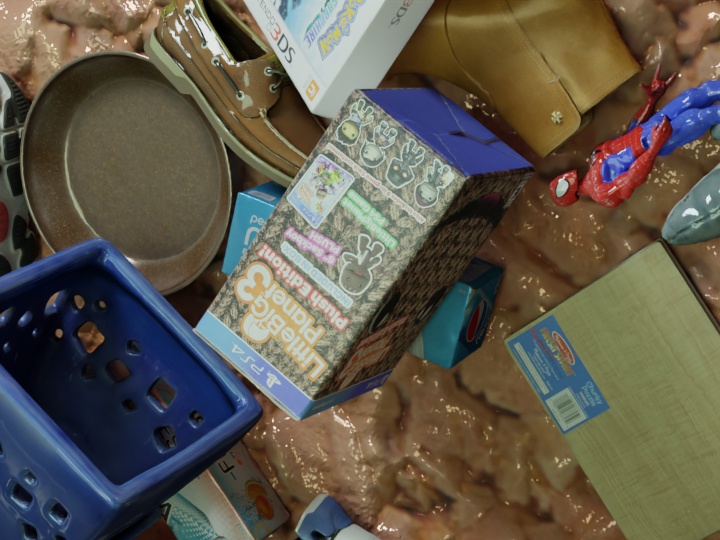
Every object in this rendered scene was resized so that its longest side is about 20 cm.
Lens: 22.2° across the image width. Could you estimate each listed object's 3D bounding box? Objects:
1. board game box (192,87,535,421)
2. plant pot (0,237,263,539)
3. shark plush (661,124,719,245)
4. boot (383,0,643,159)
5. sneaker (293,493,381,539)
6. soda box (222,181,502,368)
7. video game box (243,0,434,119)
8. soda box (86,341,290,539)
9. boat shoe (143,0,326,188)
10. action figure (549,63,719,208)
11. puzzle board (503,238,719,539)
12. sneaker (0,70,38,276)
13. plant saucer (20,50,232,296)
[{"bbox_3d":[0.006,-0.016,1.243,0.097,0.159,0.201,39,108,14],"label":"board game box"},{"bbox_3d":[-0.228,0.122,1.392,0.200,0.200,0.180,46,125,9],"label":"plant pot"},{"bbox_3d":[0.293,-0.059,1.197,0.199,0.083,0.092,-9,102,43],"label":"shark plush"},{"bbox_3d":[0.088,-0.138,1.305,0.200,0.071,0.145,-32,87,25],"label":"boot"},{"bbox_3d":[-0.014,0.290,1.462,0.114,0.080,0.201,23,111,22],"label":"sneaker"},{"bbox_3d":[0.000,0.000,1.381,0.199,0.064,0.068,23,112,20],"label":"soda box"},{"bbox_3d":[-0.005,-0.237,1.293,0.201,0.047,0.183,-55,47,27],"label":"video game box"},{"bbox_3d":[-0.147,0.145,1.500,0.068,0.063,0.201,-37,85,29],"label":"soda box"},{"bbox_3d":[-0.080,-0.136,1.388,0.200,0.072,0.068,41,117,11],"label":"boat shoe"},{"bbox_3d":[0.211,-0.099,1.260,0.199,0.066,0.052,-36,119,28],"label":"action figure"},{"bbox_3d":[0.214,0.098,1.336,0.150,0.017,0.201,-34,86,30],"label":"puzzle board"},{"bbox_3d":[-0.321,-0.068,1.525,0.083,0.080,0.202,13,109,29],"label":"sneaker"},{"bbox_3d":[-0.182,-0.078,1.475,0.199,0.037,0.202,7,105,25],"label":"plant saucer"}]
